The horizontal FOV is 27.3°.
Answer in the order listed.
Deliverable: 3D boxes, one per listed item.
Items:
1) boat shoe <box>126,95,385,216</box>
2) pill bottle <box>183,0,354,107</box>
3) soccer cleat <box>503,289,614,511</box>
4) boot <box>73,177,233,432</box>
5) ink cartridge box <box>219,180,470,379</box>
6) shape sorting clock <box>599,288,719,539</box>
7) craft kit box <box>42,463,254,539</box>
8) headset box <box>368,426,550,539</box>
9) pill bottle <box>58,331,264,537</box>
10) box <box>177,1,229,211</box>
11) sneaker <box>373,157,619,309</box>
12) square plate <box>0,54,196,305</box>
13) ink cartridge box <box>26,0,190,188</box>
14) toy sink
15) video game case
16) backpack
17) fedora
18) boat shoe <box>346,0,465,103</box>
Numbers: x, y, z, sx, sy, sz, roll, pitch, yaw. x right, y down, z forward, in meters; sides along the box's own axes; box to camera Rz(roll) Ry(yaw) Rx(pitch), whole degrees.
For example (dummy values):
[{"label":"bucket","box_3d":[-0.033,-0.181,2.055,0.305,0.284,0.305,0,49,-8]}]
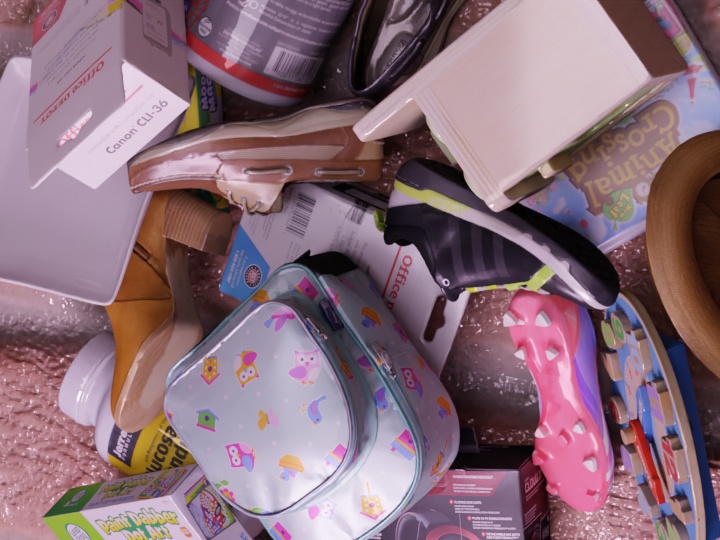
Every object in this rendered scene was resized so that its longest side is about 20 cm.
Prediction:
[{"label":"boat shoe","box_3d":[-0.076,-0.078,1.123,0.199,0.076,0.074,-12,92,3]},{"label":"pill bottle","box_3d":[-0.053,-0.238,1.140,0.116,0.116,0.201,33,109,15]},{"label":"soccer cleat","box_3d":[0.163,0.091,1.132,0.066,0.076,0.201,2,120,41]},{"label":"boot","box_3d":[-0.195,0.017,1.209,0.143,0.071,0.202,20,86,29]},{"label":"ink cartridge box","box_3d":[0.000,0.000,1.183,0.199,0.068,0.117,25,108,18]},{"label":"shape sorting clock","box_3d":[0.204,0.112,1.051,0.039,0.200,0.201,-13,94,-7]},{"label":"craft kit box","box_3d":[-0.146,0.257,1.233,0.199,0.049,0.198,-18,110,47]},{"label":"headset box","box_3d":[0.074,0.224,1.185,0.148,0.075,0.201,-3,98,23]},{"label":"pill bottle","box_3d":[-0.152,0.134,1.247,0.199,0.112,0.113,29,109,16]},{"label":"box","box_3d":[-0.175,-0.123,1.250,0.117,0.048,0.201,0,100,24]},{"label":"sneaker","box_3d":[0.096,-0.009,1.077,0.200,0.072,0.083,32,107,29]},{"label":"square plate","box_3d":[-0.241,-0.075,1.206,0.197,0.028,0.201,10,73,27]},{"label":"ink cartridge box","box_3d":[-0.191,-0.147,1.118,0.116,0.067,0.201,-37,41,28]},{"label":"toy sink","box_3d":[0.116,-0.119,1.056,0.200,0.130,0.112,-37,84,24]},{"label":"video game case","box_3d":[0.173,-0.111,1.115,0.199,0.022,0.183,-31,86,24]},{"label":"backpack","box_3d":[-0.033,0.108,1.101,0.176,0.153,0.200,-41,87,22]},{"label":"fedora","box_3d":[0.262,0.001,1.041,0.082,0.200,0.202,-24,89,59]},{"label":"boat shoe","box_3d":[0.042,-0.219,1.129,0.072,0.065,0.201,28,108,18]}]
